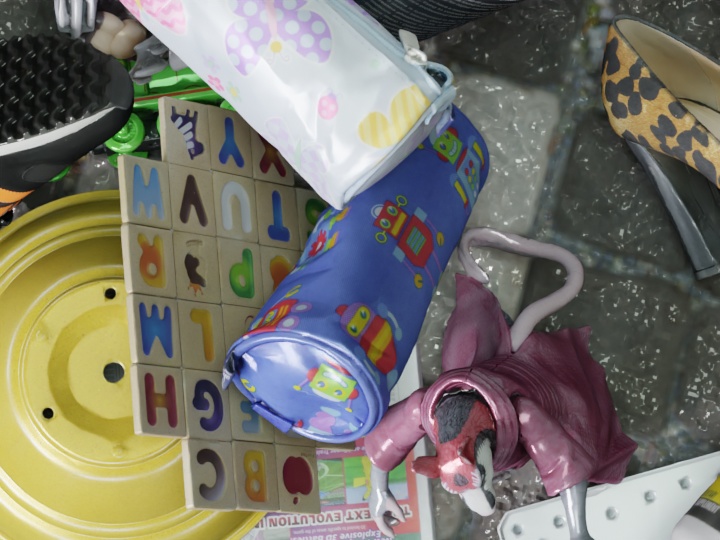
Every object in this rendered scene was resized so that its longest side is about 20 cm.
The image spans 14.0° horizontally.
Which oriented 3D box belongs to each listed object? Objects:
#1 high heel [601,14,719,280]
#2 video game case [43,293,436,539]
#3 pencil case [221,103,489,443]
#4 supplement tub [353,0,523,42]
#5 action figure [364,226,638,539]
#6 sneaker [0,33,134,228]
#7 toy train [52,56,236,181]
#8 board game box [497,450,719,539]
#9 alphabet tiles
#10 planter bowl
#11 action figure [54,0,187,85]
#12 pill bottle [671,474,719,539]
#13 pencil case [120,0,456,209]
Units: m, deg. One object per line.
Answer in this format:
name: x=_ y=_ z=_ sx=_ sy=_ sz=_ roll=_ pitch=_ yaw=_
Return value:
high heel: x=0.200 y=-0.088 z=1.456 sx=0.071 sy=0.200 sz=0.143 roll=-24 pitch=87 yaw=-39
video game case: x=-0.064 y=0.098 z=1.502 sx=0.199 sy=0.023 sz=0.183 roll=-4 pitch=83 yaw=-4
pencil case: x=0.000 y=0.000 z=1.446 sx=0.078 sy=0.087 sz=0.200 roll=40 pitch=46 yaw=-14
supplement tub: x=0.038 y=-0.190 z=1.436 sx=0.140 sy=0.200 sz=0.141 roll=9 pitch=75 yaw=-35
action figure: x=0.076 y=0.066 z=1.416 sx=0.133 sy=0.200 sz=0.150 roll=10 pitch=97 yaw=16
sneaker: x=-0.191 y=-0.051 z=1.457 sx=0.199 sy=0.090 sz=0.070 roll=-17 pitch=49 yaw=18
toy train: x=-0.114 y=-0.084 z=1.514 sx=0.199 sy=0.042 sz=0.057 roll=-9 pitch=73 yaw=-3
board game box: x=0.190 y=0.195 z=1.498 sx=0.199 sy=0.026 sz=0.201 roll=-15 pitch=84 yaw=-4
alphabet tiles: x=-0.059 y=0.019 z=1.433 sx=0.006 sy=0.166 sz=0.201 roll=-12 pitch=77 yaw=35
planter bowl: x=-0.121 y=0.053 z=1.451 sx=0.199 sy=0.083 sz=0.201 roll=0 pitch=83 yaw=-2
action figure: x=-0.147 y=-0.157 z=1.484 sx=0.199 sy=0.130 sz=0.070 roll=28 pitch=108 yaw=6
pill bottle: x=0.257 y=0.095 z=1.444 sx=0.114 sy=0.114 sz=0.200 roll=43 pitch=82 yaw=3
pencil case: x=-0.046 y=-0.122 z=1.397 sx=0.200 sy=0.091 sz=0.083 roll=43 pitch=53 yaw=4
